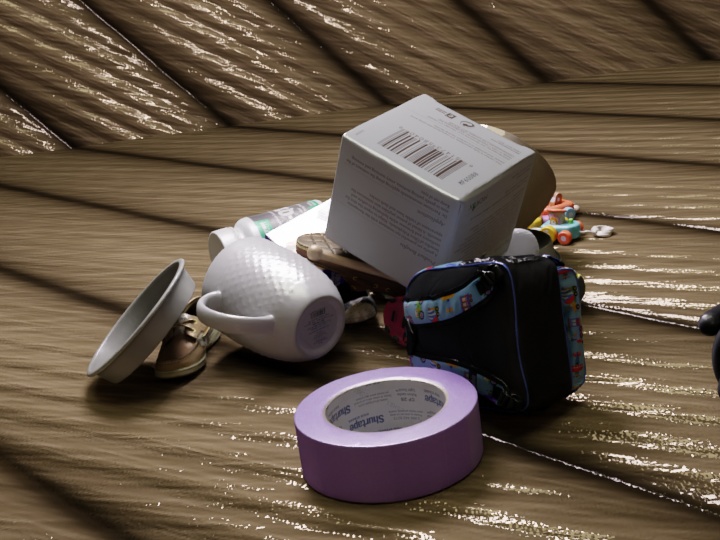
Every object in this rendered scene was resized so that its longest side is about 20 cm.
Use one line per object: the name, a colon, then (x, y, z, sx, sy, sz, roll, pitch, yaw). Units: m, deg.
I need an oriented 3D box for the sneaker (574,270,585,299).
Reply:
sneaker: (0.213, 0.036, 1.593, 0.198, 0.075, 0.085, -3, 3, 3)

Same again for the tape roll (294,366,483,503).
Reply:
tape roll: (0.030, 0.172, 1.223, 0.198, 0.066, 0.200, -7, 17, 2)

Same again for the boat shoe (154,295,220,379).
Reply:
boat shoe: (-0.249, 0.093, 1.605, 0.073, 0.067, 0.200, -6, 17, 6)

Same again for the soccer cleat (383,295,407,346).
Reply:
soccer cleat: (0.114, 0.077, 1.514, 0.086, 0.070, 0.199, 7, 2, -39)

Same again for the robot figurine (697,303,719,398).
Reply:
robot figurine: (0.454, 0.080, 1.211, 0.199, 0.151, 0.125, -26, -11, -44)

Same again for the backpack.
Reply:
backpack: (0.145, 0.072, 1.323, 0.134, 0.184, 0.199, -11, 3, -37)

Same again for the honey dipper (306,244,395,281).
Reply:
honey dipper: (0.023, 0.000, 1.550, 0.198, 0.038, 0.038, 18, 17, -4)

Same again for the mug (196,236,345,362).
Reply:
mug: (-0.128, 0.051, 1.533, 0.199, 0.149, 0.175, -8, 22, -41)

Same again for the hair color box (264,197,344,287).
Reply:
hair color box: (-0.034, -0.046, 1.708, 0.199, 0.065, 0.109, -31, 59, -26)

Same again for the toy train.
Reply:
toy train: (0.342, -0.098, 1.960, 0.149, 0.056, 0.200, -14, 18, -16)

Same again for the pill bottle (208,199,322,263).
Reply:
pill bottle: (-0.147, -0.043, 1.915, 0.199, 0.114, 0.113, -17, 19, -25)

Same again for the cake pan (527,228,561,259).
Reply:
cake pan: (0.220, -0.026, 1.816, 0.198, 0.037, 0.200, -8, 17, 2)

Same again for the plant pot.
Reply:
plant pot: (0.190, -0.112, 1.779, 0.199, 0.201, 0.135, 7, 58, 40)

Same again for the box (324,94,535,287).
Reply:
box: (0.093, -0.100, 1.534, 0.198, 0.172, 0.200, 31, 40, 25)

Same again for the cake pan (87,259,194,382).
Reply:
cake pan: (-0.294, 0.073, 1.543, 0.200, 0.037, 0.201, -45, 16, 16)

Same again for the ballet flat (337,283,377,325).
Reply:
ballet flat: (-0.017, 0.036, 1.694, 0.066, 0.057, 0.200, -11, 17, -6)

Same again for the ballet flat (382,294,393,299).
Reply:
ballet flat: (0.055, 0.008, 1.740, 0.075, 0.064, 0.200, -16, 19, -26)

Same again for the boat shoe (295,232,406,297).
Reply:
boat shoe: (0.000, 0.000, 1.607, 0.198, 0.068, 0.072, 15, 26, 1)

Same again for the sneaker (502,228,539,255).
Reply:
sneaker: (0.164, -0.003, 1.677, 0.198, 0.076, 0.114, -18, -5, 2)
